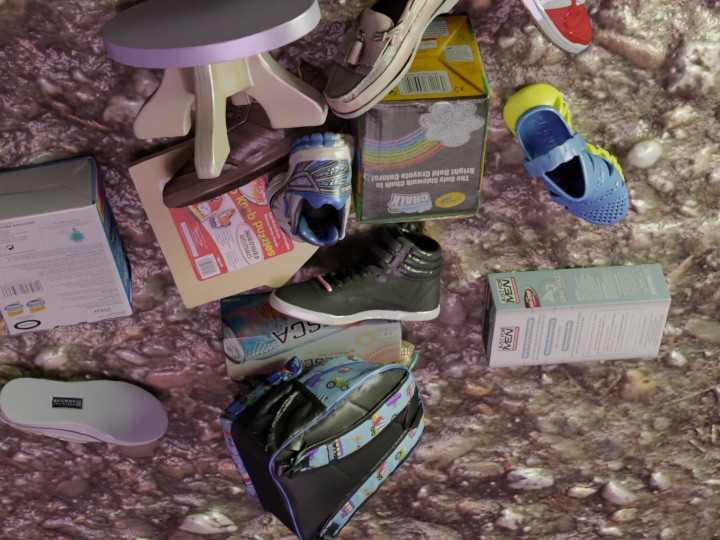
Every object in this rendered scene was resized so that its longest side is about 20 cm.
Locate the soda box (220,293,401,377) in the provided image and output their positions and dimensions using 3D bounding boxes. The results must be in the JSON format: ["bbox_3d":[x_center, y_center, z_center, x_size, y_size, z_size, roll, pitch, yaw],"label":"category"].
[{"bbox_3d":[-0.054,0.066,1.839,0.198,0.064,0.069,-6,137,-4],"label":"soda box"}]

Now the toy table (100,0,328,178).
[{"bbox_3d":[-0.126,-0.179,1.499,0.198,0.184,0.118,3,126,23],"label":"toy table"}]

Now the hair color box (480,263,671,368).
[{"bbox_3d":[0.240,0.051,1.872,0.198,0.061,0.100,-4,136,-6],"label":"hair color box"}]

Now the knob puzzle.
[{"bbox_3d":[-0.115,-0.070,1.701,0.217,0.031,0.221,-4,120,-6],"label":"knob puzzle"}]

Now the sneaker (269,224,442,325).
[{"bbox_3d":[0.000,0.000,1.758,0.198,0.071,0.100,-1,117,-24],"label":"sneaker"}]

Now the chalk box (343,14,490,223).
[{"bbox_3d":[0.050,-0.130,1.608,0.123,0.124,0.201,-4,138,-7],"label":"chalk box"}]

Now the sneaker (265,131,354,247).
[{"bbox_3d":[-0.049,-0.058,1.606,0.076,0.086,0.200,-1,160,-8],"label":"sneaker"}]

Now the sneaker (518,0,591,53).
[{"bbox_3d":[0.189,-0.286,1.503,0.112,0.072,0.200,-26,132,22],"label":"sneaker"}]

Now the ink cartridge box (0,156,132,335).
[{"bbox_3d":[-0.314,-0.012,1.706,0.135,0.077,0.201,-9,135,1],"label":"ink cartridge box"}]

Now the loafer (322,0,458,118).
[{"bbox_3d":[0.028,-0.230,1.488,0.200,0.072,0.063,-51,137,-9],"label":"loafer"}]

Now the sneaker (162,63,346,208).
[{"bbox_3d":[-0.113,-0.129,1.622,0.199,0.076,0.070,-26,177,9],"label":"sneaker"}]

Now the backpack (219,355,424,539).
[{"bbox_3d":[-0.032,0.175,1.814,0.200,0.134,0.183,-39,137,-19],"label":"backpack"}]

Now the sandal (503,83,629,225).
[{"bbox_3d":[0.213,-0.099,1.693,0.079,0.088,0.200,-32,134,21],"label":"sandal"}]

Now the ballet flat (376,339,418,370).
[{"bbox_3d":[-0.005,0.140,1.937,0.065,0.071,0.200,33,124,-4],"label":"ballet flat"}]

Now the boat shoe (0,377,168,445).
[{"bbox_3d":[-0.322,0.165,1.908,0.198,0.072,0.070,7,162,-21],"label":"boat shoe"}]

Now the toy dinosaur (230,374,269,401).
[{"bbox_3d":[-0.111,0.172,1.944,0.102,0.077,0.200,36,142,5],"label":"toy dinosaur"}]
